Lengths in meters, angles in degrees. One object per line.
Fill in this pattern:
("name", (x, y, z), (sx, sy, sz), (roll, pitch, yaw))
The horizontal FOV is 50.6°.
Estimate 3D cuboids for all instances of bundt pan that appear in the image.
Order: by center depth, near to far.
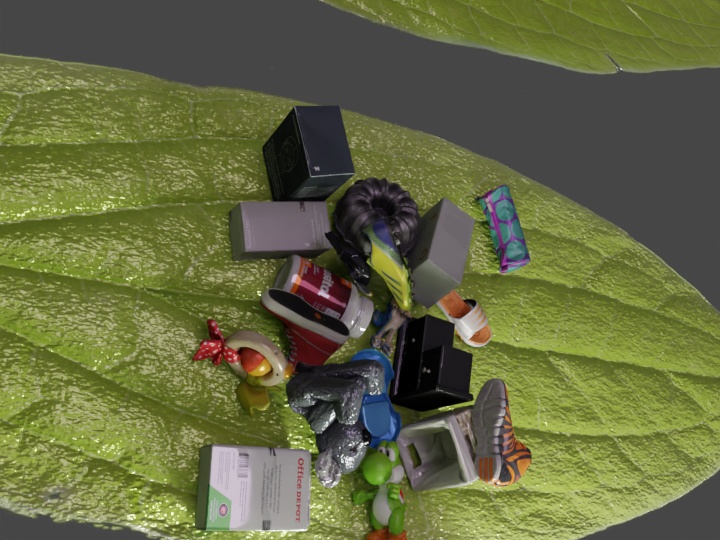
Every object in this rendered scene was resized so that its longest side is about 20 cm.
("bundt pan", (0.043, -0.126, 1.662), (0.197, 0.076, 0.205), (10, 49, -12))

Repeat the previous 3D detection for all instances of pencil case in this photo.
("pencil case", (0.349, -0.100, 1.855), (0.091, 0.084, 0.204), (-6, 77, -46))

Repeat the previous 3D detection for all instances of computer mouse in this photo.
("computer mouse", (0.000, 0.000, 1.568), (0.046, 0.200, 0.142), (-33, 60, 0))

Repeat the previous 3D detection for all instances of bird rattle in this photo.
("bird rattle", (-0.210, 0.162, 1.439), (0.202, 0.161, 0.113), (56, 40, -13))

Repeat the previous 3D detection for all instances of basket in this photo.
("basket", (0.183, 0.361, 1.562), (0.122, 0.199, 0.138), (-15, 82, -35))

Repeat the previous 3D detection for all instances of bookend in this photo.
("bookend", (0.156, 0.178, 1.599), (0.091, 0.199, 0.203), (18, 68, -22))

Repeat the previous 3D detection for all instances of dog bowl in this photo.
("dog bowl", (0.019, 0.269, 1.586), (0.109, 0.049, 0.205), (-2, 76, -29))

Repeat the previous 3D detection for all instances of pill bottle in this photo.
("pill bottle", (-0.077, 0.059, 1.560), (0.197, 0.113, 0.115), (27, 64, -19))

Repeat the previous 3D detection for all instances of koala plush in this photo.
("koala plush", (-0.044, 0.293, 1.451), (0.177, 0.180, 0.205), (-34, 116, -64))

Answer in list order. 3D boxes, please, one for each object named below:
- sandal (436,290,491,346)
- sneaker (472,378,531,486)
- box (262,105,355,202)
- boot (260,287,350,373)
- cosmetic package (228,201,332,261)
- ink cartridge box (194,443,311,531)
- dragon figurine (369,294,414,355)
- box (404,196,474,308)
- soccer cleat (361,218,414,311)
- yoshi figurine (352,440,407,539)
("sandal", (0.234, 0.091, 1.749), (0.207, 0.059, 0.079), (46, 60, -9))
("sneaker", (0.279, 0.319, 1.492), (0.111, 0.077, 0.205), (18, 72, -38))
("box", (-0.112, -0.230, 1.578), (0.105, 0.199, 0.152), (-8, 79, -29))
("boot", (-0.137, 0.130, 1.491), (0.198, 0.145, 0.073), (31, 24, -24))
("cosmetic package", (-0.166, -0.082, 1.571), (0.196, 0.090, 0.109), (-5, 80, -32))
("ink cartridge box", (-0.197, 0.404, 1.407), (0.196, 0.084, 0.149), (11, 70, -25))
("dragon figurine", (0.065, 0.101, 1.651), (0.058, 0.100, 0.201), (35, 26, -14))
("box", (0.168, -0.040, 1.690), (0.097, 0.124, 0.202), (33, 48, -15))
("soccer cleat", (0.059, -0.009, 1.580), (0.065, 0.082, 0.204), (-68, 142, -70))
("yoshi figurine", (0.040, 0.442, 1.499), (0.110, 0.112, 0.205), (-1, 85, -2))
